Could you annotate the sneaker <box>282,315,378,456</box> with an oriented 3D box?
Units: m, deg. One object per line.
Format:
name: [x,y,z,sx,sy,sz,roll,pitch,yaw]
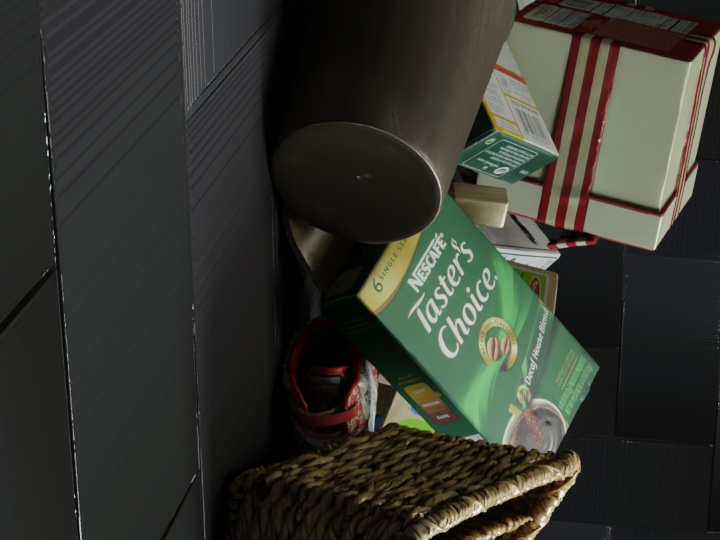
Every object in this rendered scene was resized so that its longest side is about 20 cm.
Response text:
sneaker: [-0.023,0.132,1.188,0.108,0.067,0.203,69,22,-66]

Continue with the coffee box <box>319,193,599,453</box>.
coffee box: [0.071,0.046,1.205,0.200,0.044,0.123,48,53,-20]

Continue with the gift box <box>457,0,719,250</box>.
gift box: [0.193,-0.128,1.508,0.184,0.198,0.188,-33,135,-59]

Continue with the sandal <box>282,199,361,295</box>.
sandal: [-0.001,0.005,1.235,0.211,0.069,0.078,29,63,-39]

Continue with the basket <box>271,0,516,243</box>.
basket: [0.019,-0.129,1.163,0.181,0.135,0.201,61,34,-44]

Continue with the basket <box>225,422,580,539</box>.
basket: [0.029,0.186,1.080,0.199,0.148,0.144,-11,105,-57]

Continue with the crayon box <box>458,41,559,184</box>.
crayon box: [0.074,-0.173,1.373,0.125,0.051,0.201,13,52,-61]

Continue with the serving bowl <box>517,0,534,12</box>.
serving bowl: [0.118,-0.244,1.589,0.200,0.065,0.202,-10,90,-71]

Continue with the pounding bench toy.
pounding bench toy: [0.074,0.050,1.382,0.156,0.123,0.201,108,-6,-56]

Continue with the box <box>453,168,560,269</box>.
box: [0.093,-0.038,1.540,0.060,0.117,0.200,-44,165,16]
